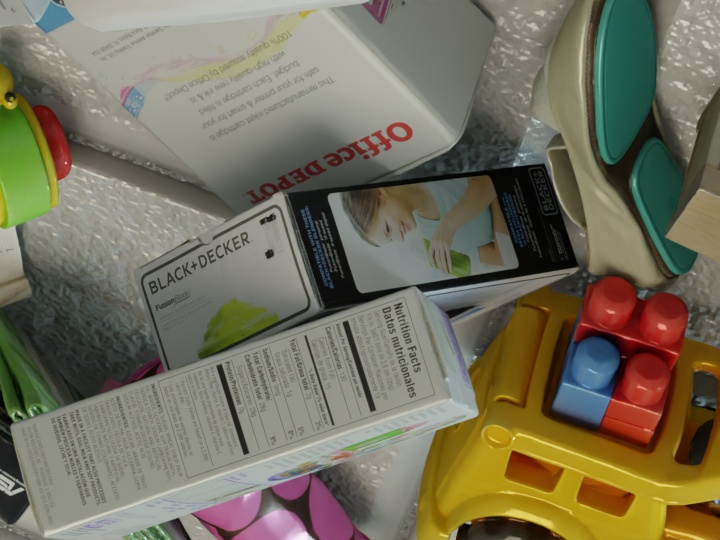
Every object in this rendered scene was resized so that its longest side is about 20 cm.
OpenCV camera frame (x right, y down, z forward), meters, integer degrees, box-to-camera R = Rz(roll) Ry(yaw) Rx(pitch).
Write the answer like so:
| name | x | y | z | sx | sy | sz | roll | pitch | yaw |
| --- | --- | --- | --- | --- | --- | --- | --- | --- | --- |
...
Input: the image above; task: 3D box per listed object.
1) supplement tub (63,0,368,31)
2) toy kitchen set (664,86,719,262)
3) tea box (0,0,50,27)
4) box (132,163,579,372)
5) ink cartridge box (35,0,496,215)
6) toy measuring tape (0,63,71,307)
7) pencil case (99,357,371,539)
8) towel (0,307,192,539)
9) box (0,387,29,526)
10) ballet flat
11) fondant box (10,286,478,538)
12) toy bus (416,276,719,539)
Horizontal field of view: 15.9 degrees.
| name | x | y | z | sx | sy | sz | roll | pitch | yaw |
| --- | --- | --- | --- | --- | --- | --- | --- | --- | --- |
| supplement tub | -0.062 | -0.203 | 1.042 | 0.139 | 0.140 | 0.202 | -5 | 94 | 27 |
| toy kitchen set | 0.221 | 0.050 | 1.255 | 0.199 | 0.164 | 0.181 | 24 | 141 | -4 |
| tea box | -0.213 | -0.207 | 1.120 | 0.199 | 0.198 | 0.134 | -3 | 135 | 28 |
| box | 0.000 | 0.000 | 1.276 | 0.116 | 0.199 | 0.061 | -25 | 78 | 40 |
| ink cartridge box | -0.054 | -0.127 | 1.233 | 0.144 | 0.085 | 0.200 | -22 | 123 | 40 |
| toy measuring tape | -0.190 | -0.033 | 1.405 | 0.073 | 0.074 | 0.201 | 12 | 139 | 10 |
| pencil case | -0.073 | 0.132 | 1.534 | 0.093 | 0.091 | 0.200 | -2 | 138 | 39 |
| towel | -0.163 | 0.106 | 1.508 | 0.031 | 0.149 | 0.200 | -38 | 127 | -1 |
| box | -0.274 | 0.055 | 1.489 | 0.199 | 0.161 | 0.049 | 35 | 96 | -17 |
| ballet flat | 0.115 | -0.067 | 1.250 | 0.069 | 0.070 | 0.201 | 1 | 137 | 22 |
| fondant box | -0.050 | 0.071 | 1.225 | 0.199 | 0.059 | 0.144 | -18 | 172 | 6 |
| toy bus | 0.148 | 0.087 | 1.348 | 0.199 | 0.136 | 0.193 | 20 | 141 | -1 |
